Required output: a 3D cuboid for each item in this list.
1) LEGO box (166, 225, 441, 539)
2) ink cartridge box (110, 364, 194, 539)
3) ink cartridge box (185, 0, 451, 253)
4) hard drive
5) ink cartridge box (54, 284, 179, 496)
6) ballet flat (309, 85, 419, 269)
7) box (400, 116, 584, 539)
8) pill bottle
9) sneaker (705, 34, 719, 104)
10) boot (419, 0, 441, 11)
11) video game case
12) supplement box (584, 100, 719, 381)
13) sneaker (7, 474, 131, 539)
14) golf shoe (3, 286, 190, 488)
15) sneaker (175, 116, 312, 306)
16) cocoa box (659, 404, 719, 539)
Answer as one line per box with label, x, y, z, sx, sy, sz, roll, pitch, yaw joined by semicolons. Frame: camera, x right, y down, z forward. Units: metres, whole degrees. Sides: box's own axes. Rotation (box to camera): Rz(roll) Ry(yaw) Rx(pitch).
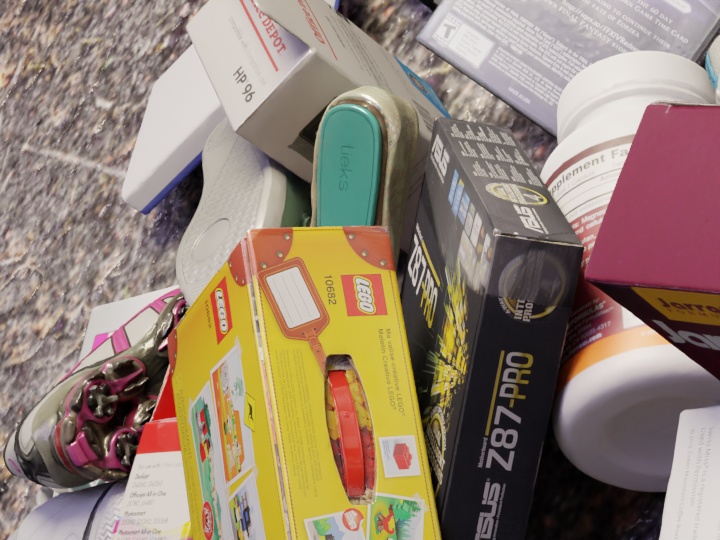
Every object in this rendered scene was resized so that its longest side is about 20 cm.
LEGO box;-0.029;0.099;1.042;0.149;0.077;0.201;134;131;-61
ink cartridge box;-0.071;0.156;1.153;0.067;0.116;0.201;-8;59;44
ink cartridge box;-0.026;-0.104;1.222;0.068;0.200;0.116;-44;39;14
hard drive;-0.080;-0.138;1.397;0.200;0.025;0.132;-41;26;36
ink cartridge box;-0.117;0.103;1.300;0.173;0.043;0.201;-15;54;42
ballet flat;0.000;0.000;1.162;0.067;0.062;0.201;18;104;26
box;0.057;0.028;1.059;0.200;0.049;0.162;-107;28;-69
pill bottle;0.144;-0.004;1.041;0.113;0.113;0.201;-27;45;32
sneaker;0.194;-0.075;1.013;0.086;0.075;0.200;20;46;28
boot;0.100;-0.216;1.273;0.198;0.073;0.163;38;95;45
video game case;0.142;-0.171;1.175;0.143;0.019;0.201;36;94;20
supplement box;0.202;0.013;0.894;0.110;0.200;0.086;7;69;48
sneaker;-0.151;0.213;1.203;0.114;0.075;0.202;-1;85;44
golf shoe;-0.124;0.058;1.231;0.092;0.073;0.200;-14;14;44
sneaker;-0.039;-0.010;1.225;0.074;0.118;0.201;-34;24;21
cocoa box;0.199;0.164;0.846;0.133;0.131;0.201;-11;56;43
